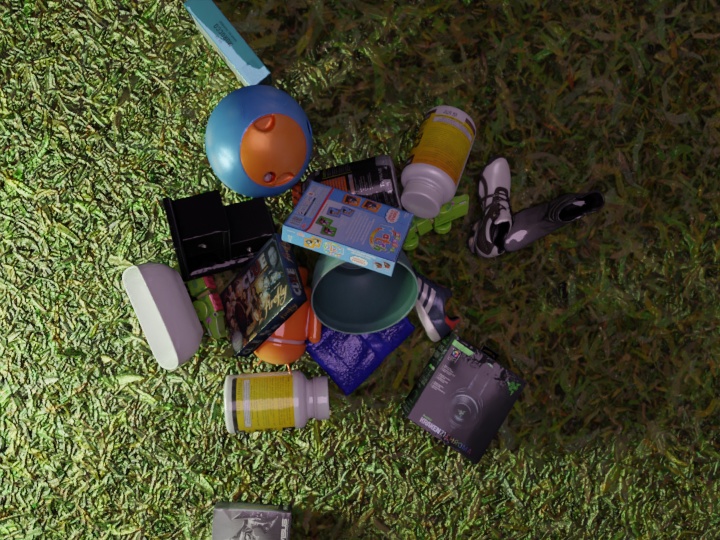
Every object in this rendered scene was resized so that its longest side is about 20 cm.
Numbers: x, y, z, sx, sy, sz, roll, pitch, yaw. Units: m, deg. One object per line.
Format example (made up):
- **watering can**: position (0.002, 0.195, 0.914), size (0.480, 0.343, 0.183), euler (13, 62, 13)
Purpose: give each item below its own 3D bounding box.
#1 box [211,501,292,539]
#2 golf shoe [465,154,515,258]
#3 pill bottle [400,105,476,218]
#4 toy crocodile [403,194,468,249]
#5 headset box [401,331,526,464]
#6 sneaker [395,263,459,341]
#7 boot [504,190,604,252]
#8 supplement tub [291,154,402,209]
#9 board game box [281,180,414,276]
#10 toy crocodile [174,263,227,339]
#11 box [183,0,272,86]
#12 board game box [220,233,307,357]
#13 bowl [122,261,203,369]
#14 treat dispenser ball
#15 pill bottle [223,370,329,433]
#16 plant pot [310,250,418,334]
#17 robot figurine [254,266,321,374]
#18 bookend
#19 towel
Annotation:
- **box**: position (-0.218, 0.566, 1.461), size (0.155, 0.048, 0.205), euler (5, 91, -5)
- **golf shoe**: position (0.272, -0.123, 1.441), size (0.076, 0.094, 0.205), euler (7, 94, -28)
- **pill bottle**: position (0.143, -0.203, 1.395), size (0.108, 0.109, 0.203), euler (25, 64, -5)
- **toy crocodile**: position (0.123, -0.100, 1.450), size (0.197, 0.068, 0.062), euler (-25, 57, -4)
- **headset box**: position (0.206, 0.241, 1.457), size (0.173, 0.093, 0.202), euler (33, 89, -5)
- **sneaker**: position (0.129, 0.036, 1.457), size (0.083, 0.075, 0.202), euler (-30, 103, -1)
- **boot**: position (0.365, -0.102, 1.436), size (0.198, 0.132, 0.071), euler (-33, 95, -2)
- **supplement tub**: position (-0.024, -0.140, 1.404), size (0.196, 0.122, 0.125), euler (-12, 93, 7)
- **board game box**: position (-0.018, -0.076, 1.273), size (0.196, 0.152, 0.037), euler (18, 129, 7)
- **toy crocodile**: position (-0.302, 0.035, 1.412), size (0.061, 0.067, 0.203), euler (-26, 82, 12)
- **box**: position (-0.250, -0.430, 1.407), size (0.049, 0.082, 0.201), euler (-39, 94, -3)
- **board game box**: position (-0.180, 0.048, 1.343), size (0.200, 0.034, 0.138), euler (-43, 53, 35)
- **bowl**: position (-0.362, 0.077, 1.373), size (0.074, 0.199, 0.203), euler (-24, 94, -28)
- **treat dispenser ball**: position (-0.185, -0.236, 1.358), size (0.196, 0.201, 0.206), euler (0, 92, -4)
- **pill bottle**: position (-0.159, 0.251, 1.422), size (0.195, 0.111, 0.114), euler (-4, 92, -3)
- **plant pot**: position (0.000, 0.000, 1.367), size (0.195, 0.136, 0.203), euler (-6, 136, -5)
- **robot figurine**: position (-0.153, 0.090, 1.417), size (0.141, 0.116, 0.205), euler (8, 90, -21)
- **bookend**: position (-0.237, -0.072, 1.313), size (0.196, 0.199, 0.094), euler (-15, 77, -14)
- **towel**: position (-0.004, 0.129, 1.460), size (0.200, 0.050, 0.148), euler (-44, 93, -2)
